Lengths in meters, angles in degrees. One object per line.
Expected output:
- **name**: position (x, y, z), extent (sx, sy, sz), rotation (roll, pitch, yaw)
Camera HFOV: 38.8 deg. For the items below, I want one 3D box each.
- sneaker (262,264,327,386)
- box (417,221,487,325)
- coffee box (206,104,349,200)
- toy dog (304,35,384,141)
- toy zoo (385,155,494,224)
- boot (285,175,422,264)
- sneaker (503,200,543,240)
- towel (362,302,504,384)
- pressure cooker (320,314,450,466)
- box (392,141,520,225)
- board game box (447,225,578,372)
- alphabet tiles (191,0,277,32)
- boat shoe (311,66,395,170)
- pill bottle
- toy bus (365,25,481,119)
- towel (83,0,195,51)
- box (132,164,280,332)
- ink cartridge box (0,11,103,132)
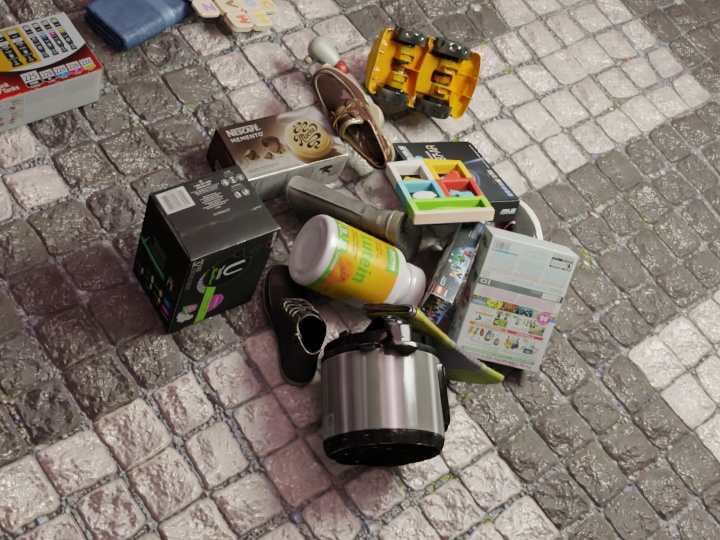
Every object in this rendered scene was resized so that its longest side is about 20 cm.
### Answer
- **sneaker**: position (-0.090, 0.060, 1.518), extent (0.075, 0.106, 0.200), rotation (-3, 60, -23)
- **box**: position (0.137, 0.007, 1.621), extent (0.038, 0.137, 0.200), rotation (28, 53, 0)
- **coffee box**: position (-0.136, -0.189, 1.679), extent (0.200, 0.080, 0.113), rotation (-18, 67, -30)
- **toy dog**: position (-0.040, -0.301, 1.785), extent (0.096, 0.132, 0.200), rotation (-36, 67, 5)
- **toy zoo**: position (0.120, -0.135, 1.641), extent (0.131, 0.021, 0.200), rotation (-3, 34, -14)
- **boot**: position (-0.008, -0.082, 1.655), extent (0.200, 0.182, 0.073), rotation (14, 74, 21)
- **sneaker**: position (0.254, -0.039, 1.736), extent (0.099, 0.071, 0.200), rotation (2, 62, -26)
- **towel**: position (0.105, 0.107, 1.506), extent (0.200, 0.144, 0.023), rotation (38, 70, -24)
- **pressure cooker**: position (0.030, 0.164, 1.438), extent (0.179, 0.176, 0.200), rotation (33, 48, -55)
- **box**: position (0.156, -0.153, 1.748), extent (0.160, 0.044, 0.200), rotation (-3, 38, -23)
- **board game box**: position (0.236, 0.046, 1.599), extent (0.147, 0.200, 0.064), rotation (14, 15, -12)
- **alphabet tiles**: position (-0.246, -0.509, 1.854), extent (0.195, 0.015, 0.200), rotation (-18, 65, -48)
- **boat shoe**: position (-0.014, -0.251, 1.695), extent (0.200, 0.072, 0.072), rotation (57, 14, -7)
- **pill bottle**: position (0.000, 0.000, 1.567), extent (0.200, 0.111, 0.111), rotation (24, 50, -31)
- **toy bus**: position (0.087, -0.369, 1.840), extent (0.200, 0.136, 0.192), rotation (11, 18, -26)
- **towel**: position (-0.377, -0.458, 1.782), extent (0.112, 0.049, 0.200), rotation (43, 53, 5)
- **box**: position (-0.226, -0.029, 1.466), extent (0.148, 0.200, 0.124), rotation (-22, 67, -31)
- **ink cartridge box**: position (-0.540, -0.327, 1.613), extent (0.200, 0.084, 0.176), rotation (-27, 71, -32)
